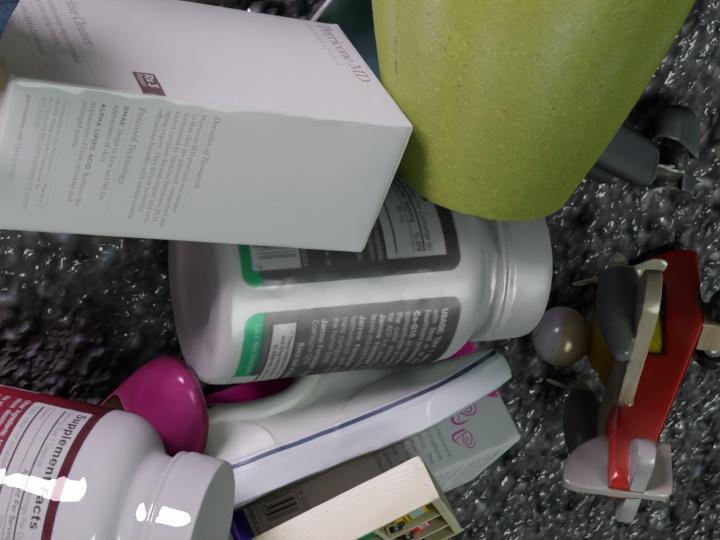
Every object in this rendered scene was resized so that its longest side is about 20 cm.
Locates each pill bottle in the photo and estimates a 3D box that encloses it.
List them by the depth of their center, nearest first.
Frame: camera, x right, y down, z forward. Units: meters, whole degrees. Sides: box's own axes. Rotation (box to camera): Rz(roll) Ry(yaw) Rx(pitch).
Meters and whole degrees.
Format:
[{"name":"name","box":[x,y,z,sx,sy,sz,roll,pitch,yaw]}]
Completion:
[{"name":"pill bottle","box":[-0.173,0.121,0.731,0.199,0.113,0.113,11,132,9]},{"name":"pill bottle","box":[0.000,0.000,0.789,0.199,0.113,0.113,-4,130,-22]}]

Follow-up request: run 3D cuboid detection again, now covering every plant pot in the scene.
[{"name":"plant pot","box":[0.079,-0.134,0.689,0.186,0.187,0.201,-9,126,-31]}]

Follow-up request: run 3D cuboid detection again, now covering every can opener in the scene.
[{"name":"can opener","box":[0.172,-0.091,0.916,0.200,0.053,0.067,16,84,-54]}]

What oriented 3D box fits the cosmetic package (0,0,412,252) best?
[{"name":"cosmetic package","box":[-0.089,-0.075,0.673,0.199,0.113,0.081,1,126,-30]}]

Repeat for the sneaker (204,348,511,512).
[{"name":"sneaker","box":[-0.003,0.075,0.829,0.199,0.071,0.073,-19,171,-22]}]

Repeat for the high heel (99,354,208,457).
[{"name":"high heel","box":[-0.154,0.113,0.806,0.096,0.068,0.200,-20,160,-34]}]

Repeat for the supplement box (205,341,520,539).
[{"name":"supplement box","box":[-0.013,0.114,0.908,0.199,0.102,0.103,-19,162,-21]}]

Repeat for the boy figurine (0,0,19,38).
[{"name":"boy figurine","box":[-0.196,-0.100,0.592,0.064,0.125,0.200,-6,161,-40]}]

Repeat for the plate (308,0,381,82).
[{"name":"plate","box":[0.035,-0.116,0.815,0.199,0.026,0.201,-20,136,-20]}]

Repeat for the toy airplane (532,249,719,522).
[{"name":"toy airplane","box":[0.186,0.079,1.022,0.201,0.141,0.199,-69,165,13]}]

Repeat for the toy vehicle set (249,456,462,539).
[{"name":"toy vehicle set","box":[-0.004,0.166,0.855,0.124,0.027,0.200,-27,162,0]}]
